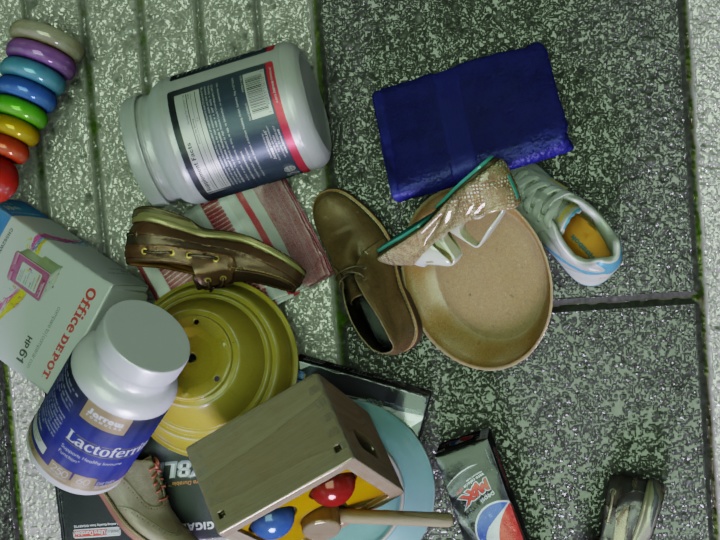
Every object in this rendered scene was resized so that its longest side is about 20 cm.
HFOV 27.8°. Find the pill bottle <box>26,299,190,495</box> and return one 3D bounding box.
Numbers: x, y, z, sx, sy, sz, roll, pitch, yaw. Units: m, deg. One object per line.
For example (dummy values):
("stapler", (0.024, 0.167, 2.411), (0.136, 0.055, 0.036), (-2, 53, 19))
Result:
("pill bottle", (-0.257, 0.129, 1.491), (0.116, 0.116, 0.200), (37, 125, 3))

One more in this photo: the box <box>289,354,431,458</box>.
("box", (-0.021, 0.211, 1.620), (0.157, 0.050, 0.201), (16, 96, 6))

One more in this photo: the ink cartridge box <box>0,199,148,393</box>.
("ink cartridge box", (-0.355, 0.029, 1.608), (0.200, 0.085, 0.145), (32, 98, 19))

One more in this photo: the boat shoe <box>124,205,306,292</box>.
("boat shoe", (-0.159, -0.008, 1.575), (0.199, 0.072, 0.068), (17, 74, -1))

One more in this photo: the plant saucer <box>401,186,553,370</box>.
("plant saucer", (0.131, 0.006, 1.553), (0.200, 0.035, 0.201), (14, 112, 39))

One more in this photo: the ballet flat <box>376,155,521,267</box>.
("ballet flat", (0.092, -0.042, 1.506), (0.065, 0.070, 0.200), (52, 135, 2))

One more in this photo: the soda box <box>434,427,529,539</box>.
("soda box", (0.144, 0.280, 1.594), (0.063, 0.071, 0.201), (-20, 92, 8))

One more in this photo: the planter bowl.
("planter bowl", (-0.173, 0.099, 1.568), (0.199, 0.083, 0.201), (-2, 78, 10))

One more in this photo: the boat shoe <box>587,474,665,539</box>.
("boat shoe", (0.271, 0.316, 1.587), (0.073, 0.074, 0.201), (19, 88, 15))

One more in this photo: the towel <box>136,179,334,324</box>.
("towel", (-0.146, -0.012, 1.632), (0.199, 0.023, 0.144), (-29, 90, 9))

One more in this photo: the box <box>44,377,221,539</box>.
("box", (-0.250, 0.209, 1.653), (0.199, 0.050, 0.200), (-4, 93, 8))

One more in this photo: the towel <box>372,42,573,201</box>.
("towel", (0.117, -0.155, 1.547), (0.199, 0.050, 0.148), (-16, 58, 11))

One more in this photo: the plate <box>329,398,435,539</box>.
("plate", (-0.018, 0.241, 1.584), (0.199, 0.026, 0.201), (0, 94, 6))

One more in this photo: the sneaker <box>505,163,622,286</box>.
("sneaker", (0.197, -0.068, 1.542), (0.200, 0.081, 0.077), (38, 79, 6))

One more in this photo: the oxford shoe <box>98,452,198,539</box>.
("oxford shoe", (-0.239, 0.245, 1.596), (0.200, 0.070, 0.075), (42, 94, 0))

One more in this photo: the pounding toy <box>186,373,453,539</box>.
("pounding toy", (-0.037, 0.221, 1.490), (0.184, 0.200, 0.143), (-30, 61, 8))

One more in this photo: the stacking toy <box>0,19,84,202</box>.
("stacking toy", (-0.374, -0.168, 1.590), (0.085, 0.085, 0.201), (17, 79, 6))

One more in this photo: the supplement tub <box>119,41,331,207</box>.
("supplement tub", (-0.142, -0.153, 1.560), (0.199, 0.140, 0.141), (-16, 93, 9))

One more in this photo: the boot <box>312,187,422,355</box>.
("boot", (0.000, 0.000, 1.583), (0.073, 0.075, 0.201), (-31, 83, 25))
